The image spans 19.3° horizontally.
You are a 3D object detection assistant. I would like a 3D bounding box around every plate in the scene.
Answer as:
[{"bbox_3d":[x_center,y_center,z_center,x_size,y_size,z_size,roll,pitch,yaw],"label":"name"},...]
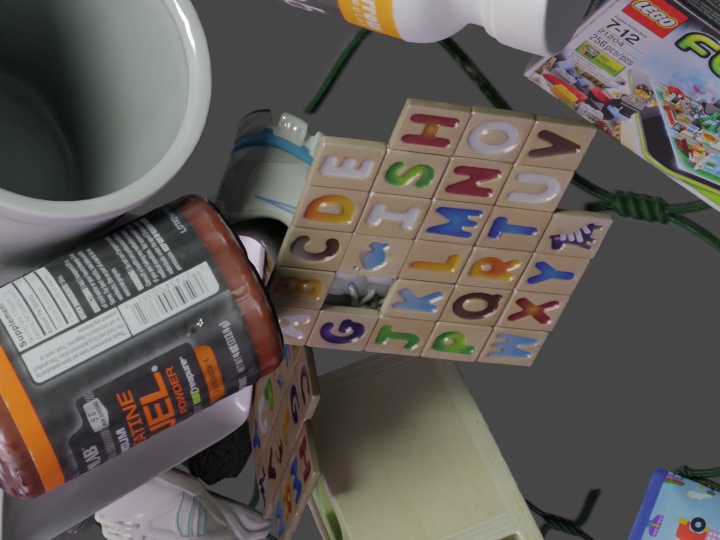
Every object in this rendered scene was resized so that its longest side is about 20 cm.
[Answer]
[{"bbox_3d":[-0.140,0.053,1.239,0.032,0.199,0.200,35,137,30],"label":"plate"}]

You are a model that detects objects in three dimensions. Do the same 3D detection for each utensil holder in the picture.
[{"bbox_3d":[-0.192,-0.078,1.137,0.170,0.170,0.200,34,152,-11],"label":"utensil holder"}]

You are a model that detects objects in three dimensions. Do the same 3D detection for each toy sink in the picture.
[{"bbox_3d":[0.037,0.165,1.282,0.130,0.112,0.200,85,162,-58],"label":"toy sink"}]

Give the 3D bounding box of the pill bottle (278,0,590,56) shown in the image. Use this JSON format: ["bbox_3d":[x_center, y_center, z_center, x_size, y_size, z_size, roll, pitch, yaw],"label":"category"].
[{"bbox_3d":[0.001,-0.162,0.886,0.200,0.116,0.116,19,150,16],"label":"pill bottle"}]

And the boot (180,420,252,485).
[{"bbox_3d":[-0.175,0.082,1.450,0.200,0.073,0.182,25,168,8],"label":"boot"}]

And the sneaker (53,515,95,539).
[{"bbox_3d":[-0.218,0.138,1.409,0.078,0.091,0.200,29,150,15],"label":"sneaker"}]

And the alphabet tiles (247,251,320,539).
[{"bbox_3d":[-0.051,0.070,1.281,0.006,0.167,0.200,-4,155,-14],"label":"alphabet tiles"}]

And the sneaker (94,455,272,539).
[{"bbox_3d":[-0.132,0.166,1.372,0.070,0.080,0.200,18,167,39],"label":"sneaker"}]

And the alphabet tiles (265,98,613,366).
[{"bbox_3d":[0.044,-0.016,1.108,0.167,0.008,0.200,6,141,-15],"label":"alphabet tiles"}]

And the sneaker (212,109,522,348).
[{"bbox_3d":[0.000,0.000,1.182,0.200,0.087,0.075,31,150,-8],"label":"sneaker"}]

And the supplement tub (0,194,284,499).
[{"bbox_3d":[-0.147,0.048,1.088,0.107,0.200,0.107,57,167,22],"label":"supplement tub"}]

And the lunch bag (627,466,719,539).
[{"bbox_3d":[0.210,0.245,1.274,0.150,0.200,0.094,20,151,13],"label":"lunch bag"}]

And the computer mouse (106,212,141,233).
[{"bbox_3d":[-0.142,0.006,1.357,0.138,0.053,0.200,19,163,12],"label":"computer mouse"}]

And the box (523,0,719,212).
[{"bbox_3d":[0.185,-0.067,0.964,0.200,0.035,0.110,33,151,-9],"label":"box"}]
